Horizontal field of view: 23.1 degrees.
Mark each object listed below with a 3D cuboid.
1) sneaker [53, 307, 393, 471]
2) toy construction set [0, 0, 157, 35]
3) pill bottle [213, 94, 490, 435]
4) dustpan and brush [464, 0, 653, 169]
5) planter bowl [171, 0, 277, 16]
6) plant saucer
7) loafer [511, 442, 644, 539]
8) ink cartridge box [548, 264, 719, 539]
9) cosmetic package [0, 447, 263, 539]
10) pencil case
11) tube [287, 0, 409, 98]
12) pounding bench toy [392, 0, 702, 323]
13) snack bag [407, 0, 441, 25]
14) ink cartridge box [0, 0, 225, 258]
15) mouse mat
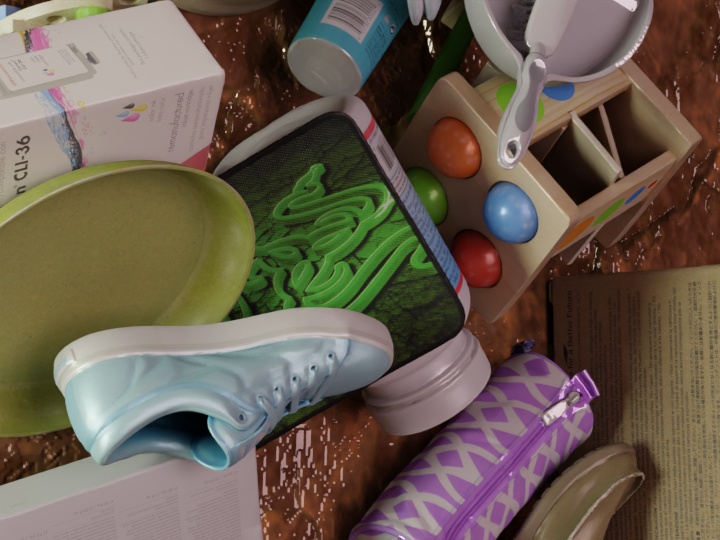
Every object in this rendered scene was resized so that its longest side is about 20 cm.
[{"bbox_3d":[-0.068,0.075,0.981,0.200,0.074,0.082,-6,60,-23],"label":"sneaker"},{"bbox_3d":[-0.175,-0.194,0.964,0.131,0.092,0.200,-2,89,-12],"label":"toy construction set"},{"bbox_3d":[0.000,0.000,1.094,0.109,0.109,0.200,-44,113,-33],"label":"pill bottle"},{"bbox_3d":[0.109,-0.140,1.077,0.139,0.057,0.200,29,67,-17],"label":"dustpan and brush"},{"bbox_3d":[-0.056,-0.264,1.053,0.200,0.135,0.201,4,83,-40],"label":"planter bowl"},{"bbox_3d":[-0.151,0.011,0.951,0.200,0.200,0.031,-5,46,-40],"label":"plant saucer"},{"bbox_3d":[0.129,0.203,1.178,0.200,0.067,0.076,-49,159,-8],"label":"loafer"},{"bbox_3d":[0.218,0.099,1.230,0.075,0.165,0.200,1,87,-42],"label":"ink cartridge box"},{"bbox_3d":[-0.144,0.182,0.982,0.200,0.052,0.151,-15,106,-40],"label":"cosmetic package"},{"bbox_3d":[0.079,0.139,1.164,0.200,0.085,0.084,-46,110,-31],"label":"pencil case"},{"bbox_3d":[0.017,-0.195,1.135,0.077,0.050,0.200,46,52,-23],"label":"tube"},{"bbox_3d":[0.085,-0.094,1.160,0.156,0.124,0.200,-30,73,-36],"label":"pounding bench toy"},{"bbox_3d":[0.052,-0.282,1.065,0.200,0.021,0.189,80,24,-50],"label":"snack bag"},{"bbox_3d":[-0.180,-0.061,0.923,0.200,0.117,0.068,-18,55,-28],"label":"ink cartridge box"},{"bbox_3d":[-0.056,0.018,1.033,0.200,0.008,0.161,-31,109,3],"label":"mouse mat"}]
